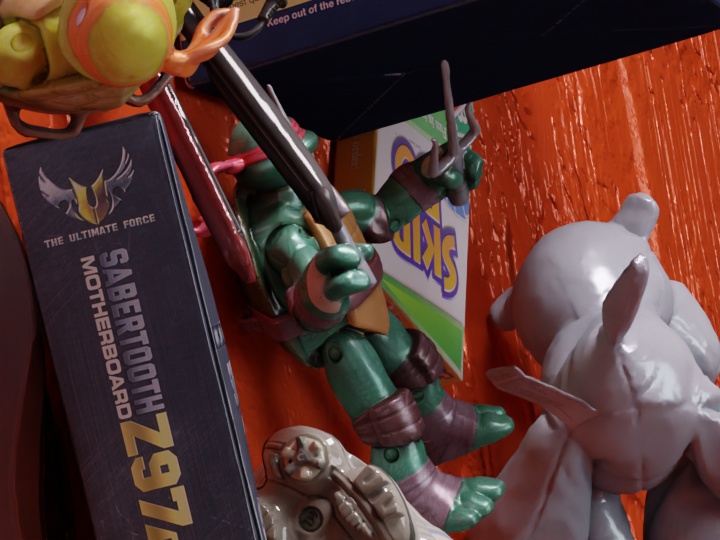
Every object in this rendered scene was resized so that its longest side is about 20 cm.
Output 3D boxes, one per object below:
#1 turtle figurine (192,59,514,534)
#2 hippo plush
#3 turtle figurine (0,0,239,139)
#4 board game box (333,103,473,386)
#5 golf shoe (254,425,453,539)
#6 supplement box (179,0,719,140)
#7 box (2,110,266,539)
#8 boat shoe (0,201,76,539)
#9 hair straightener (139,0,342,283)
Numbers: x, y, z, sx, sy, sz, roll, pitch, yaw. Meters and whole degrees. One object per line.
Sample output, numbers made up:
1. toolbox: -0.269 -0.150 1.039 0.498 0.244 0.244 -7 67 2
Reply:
1. turtle figurine: 0.000 0.000 1.011 0.150 0.100 0.201 -52 125 -51
2. hippo plush: 0.106 0.059 1.207 0.200 0.159 0.161 43 15 -32
3. turtle figurine: -0.074 -0.076 0.705 0.065 0.199 0.161 62 -13 -22
4. board game box: 0.020 -0.040 1.168 0.096 0.030 0.201 48 38 -46
5. golf shoe: 0.036 0.140 0.960 0.200 0.078 0.097 47 0 22
6. supplement box: 0.029 -0.183 1.047 0.134 0.199 0.201 16 62 -64
7. box: -0.066 0.036 0.807 0.200 0.051 0.159 165 -89 -86
8. boat shoe: -0.116 0.069 0.770 0.066 0.069 0.201 74 1 -76
9. hair straightener: -0.054 -0.094 0.927 0.201 0.077 0.041 61 -5 26
